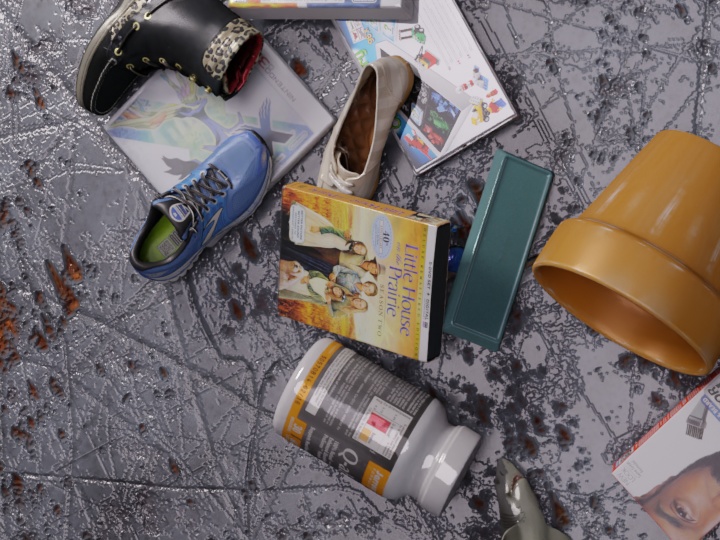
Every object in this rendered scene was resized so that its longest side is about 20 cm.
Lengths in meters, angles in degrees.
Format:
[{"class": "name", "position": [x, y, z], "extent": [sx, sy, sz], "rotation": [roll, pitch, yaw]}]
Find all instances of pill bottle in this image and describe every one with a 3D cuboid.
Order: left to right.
[{"class": "pill bottle", "position": [0.018, 0.164, 1.587], "extent": [0.199, 0.116, 0.117], "rotation": [29, 96, 11]}]

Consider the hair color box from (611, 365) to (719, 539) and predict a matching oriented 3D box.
[{"class": "hair color box", "position": [0.362, 0.174, 1.541], "extent": [0.200, 0.064, 0.111], "rotation": [-45, 82, 10]}]

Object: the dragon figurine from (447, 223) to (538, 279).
[{"class": "dragon figurine", "position": [0.080, -0.020, 1.602], "extent": [0.198, 0.059, 0.101], "rotation": [-16, 87, 13]}]

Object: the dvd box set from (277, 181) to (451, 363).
[{"class": "dvd box set", "position": [0.000, 0.000, 1.579], "extent": [0.198, 0.029, 0.148], "rotation": [17, 112, 34]}]

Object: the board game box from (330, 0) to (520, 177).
[{"class": "board game box", "position": [0.067, -0.217, 1.617], "extent": [0.125, 0.035, 0.201], "rotation": [-29, 84, 12]}]

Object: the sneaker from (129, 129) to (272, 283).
[{"class": "sneaker", "position": [-0.170, -0.065, 1.618], "extent": [0.078, 0.089, 0.200], "rotation": [41, 97, 7]}]

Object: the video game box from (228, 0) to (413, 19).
[{"class": "video game box", "position": [-0.035, -0.359, 1.614], "extent": [0.198, 0.047, 0.185], "rotation": [3, 81, 19]}]

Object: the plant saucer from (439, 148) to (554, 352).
[{"class": "plant saucer", "position": [0.143, -0.022, 1.572], "extent": [0.069, 0.019, 0.202], "rotation": [21, 80, -12]}]

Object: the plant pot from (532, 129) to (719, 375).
[{"class": "plant pot", "position": [0.298, -0.028, 1.500], "extent": [0.199, 0.200, 0.184], "rotation": [31, 81, 10]}]

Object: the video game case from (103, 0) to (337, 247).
[{"class": "video game case", "position": [-0.155, -0.160, 1.671], "extent": [0.200, 0.022, 0.183], "rotation": [-44, 82, 9]}]

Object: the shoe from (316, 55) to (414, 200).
[{"class": "shoe", "position": [-0.007, -0.133, 1.603], "extent": [0.070, 0.053, 0.202], "rotation": [31, 114, 21]}]

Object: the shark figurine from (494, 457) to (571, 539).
[{"class": "shark figurine", "position": [0.144, 0.317, 1.570], "extent": [0.128, 0.216, 0.089], "rotation": [40, 140, -19]}]

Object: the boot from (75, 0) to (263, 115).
[{"class": "boot", "position": [-0.205, -0.219, 1.626], "extent": [0.154, 0.073, 0.204], "rotation": [41, 109, 18]}]
